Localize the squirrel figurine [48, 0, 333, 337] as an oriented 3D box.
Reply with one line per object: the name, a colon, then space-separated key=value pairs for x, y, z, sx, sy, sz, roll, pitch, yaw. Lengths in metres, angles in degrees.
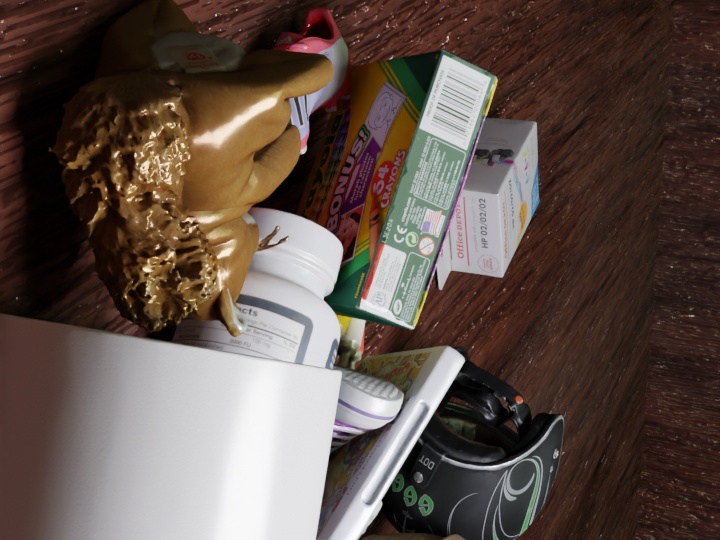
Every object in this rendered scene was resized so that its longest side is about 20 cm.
squirrel figurine: x=-0.117 y=-0.041 z=0.879 sx=0.200 sy=0.141 sz=0.188 roll=-49 pitch=153 yaw=-53

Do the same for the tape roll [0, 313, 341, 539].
tape roll: x=-0.118 y=0.109 z=0.803 sx=0.203 sy=0.201 sz=0.140 roll=22 pitch=77 yaw=-69

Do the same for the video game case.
video game case: x=-0.005 y=0.144 z=1.133 sx=0.183 sy=0.023 sz=0.200 roll=-57 pitch=-168 yaw=-15

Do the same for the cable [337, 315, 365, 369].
cable: x=0.000 y=0.000 z=1.282 sx=0.097 sy=0.050 sz=0.201 roll=57 pitch=46 yaw=-61

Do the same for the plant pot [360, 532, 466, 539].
plant pot: x=0.017 y=0.318 z=1.337 sx=0.201 sy=0.092 sz=0.201 roll=-46 pitch=159 yaw=-24

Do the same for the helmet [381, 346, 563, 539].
helmet: x=0.106 y=0.196 z=1.445 sx=0.192 sy=0.199 sz=0.201 roll=99 pitch=14 yaw=-46

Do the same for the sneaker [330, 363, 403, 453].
sneaker: x=-0.030 y=0.129 z=1.103 sx=0.200 sy=0.072 sz=0.115 roll=-177 pitch=-77 yaw=-70

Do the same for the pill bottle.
pill bottle: x=-0.079 y=0.065 z=1.004 sx=0.120 sy=0.119 sz=0.201 roll=56 pitch=46 yaw=-60

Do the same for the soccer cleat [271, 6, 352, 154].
soccer cleat: x=-0.059 y=-0.138 z=1.071 sx=0.200 sy=0.066 sz=0.077 roll=-51 pitch=133 yaw=-57

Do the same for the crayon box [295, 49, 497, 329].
crayon box: x=0.013 y=-0.063 z=1.108 sx=0.058 sy=0.172 sz=0.201 roll=21 pitch=84 yaw=-25

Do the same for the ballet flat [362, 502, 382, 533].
ballet flat: x=-0.014 y=0.198 z=1.300 sx=0.072 sy=0.071 sz=0.201 roll=-58 pitch=150 yaw=-47

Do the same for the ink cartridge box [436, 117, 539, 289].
ink cartridge box: x=0.146 y=-0.074 z=1.614 sx=0.200 sy=0.067 sz=0.116 roll=-58 pitch=148 yaw=-47
